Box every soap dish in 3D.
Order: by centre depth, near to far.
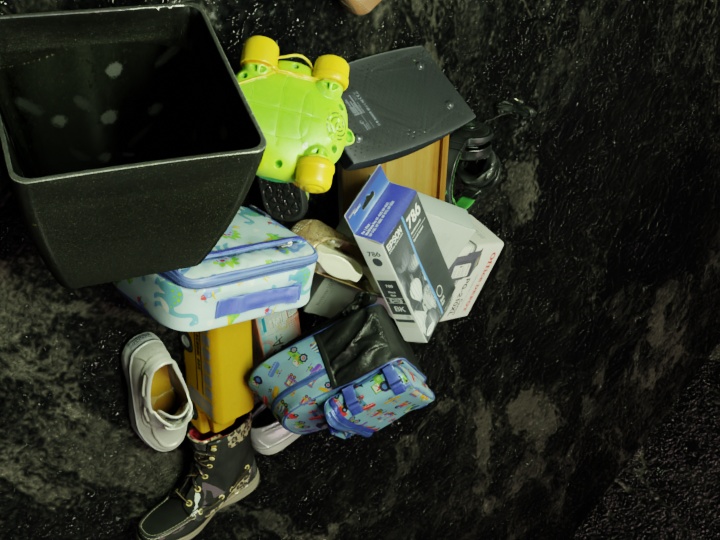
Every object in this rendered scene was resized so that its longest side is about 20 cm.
[{"bbox_3d":[0.047,-0.131,1.202,0.157,0.081,0.201,-31,139,-31],"label":"soap dish"}]

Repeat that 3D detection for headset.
[{"bbox_3d":[0.178,-0.168,1.316,0.201,0.093,0.124,-61,150,-23],"label":"headset"}]

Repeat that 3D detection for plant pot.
[{"bbox_3d":[-0.214,-0.098,0.804,0.198,0.201,0.178,-12,143,-23],"label":"plant pot"}]

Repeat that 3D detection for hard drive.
[{"bbox_3d":[0.030,-0.195,1.095,0.199,0.135,0.042,-25,163,-33],"label":"hard drive"}]

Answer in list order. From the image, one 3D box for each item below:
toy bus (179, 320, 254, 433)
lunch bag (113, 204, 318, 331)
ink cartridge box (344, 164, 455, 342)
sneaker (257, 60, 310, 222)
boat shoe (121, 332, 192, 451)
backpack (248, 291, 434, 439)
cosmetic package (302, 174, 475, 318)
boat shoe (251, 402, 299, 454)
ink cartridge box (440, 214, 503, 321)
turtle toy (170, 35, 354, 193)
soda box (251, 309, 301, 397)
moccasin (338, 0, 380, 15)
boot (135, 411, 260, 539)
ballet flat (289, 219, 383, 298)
[{"bbox_3d":[-0.177,0.119,1.136,0.065,0.078,0.201,-24,129,-37],"label":"toy bus"},{"bbox_3d":[-0.155,-0.005,0.994,0.199,0.160,0.083,-12,124,-43],"label":"lunch bag"},{"bbox_3d":[0.052,-0.018,1.074,0.100,0.039,0.201,-58,134,-36],"label":"ink cartridge box"},{"bbox_3d":[-0.089,-0.153,1.057,0.083,0.071,0.201,-67,162,-56],"label":"sneaker"},{"bbox_3d":[-0.239,0.165,1.111,0.071,0.070,0.201,-29,140,-31],"label":"boat shoe"},{"bbox_3d":[-0.029,0.140,1.129,0.199,0.135,0.183,-27,158,4],"label":"backpack"},{"bbox_3d":[0.032,-0.013,1.176,0.150,0.052,0.200,16,124,-28],"label":"cosmetic package"},{"bbox_3d":[-0.084,0.183,1.324,0.199,0.072,0.069,-32,140,-16],"label":"boat shoe"},{"bbox_3d":[0.107,0.002,1.369,0.199,0.084,0.145,-8,131,-47],"label":"ink cartridge box"},{"bbox_3d":[-0.103,-0.155,0.933,0.101,0.199,0.147,142,-42,-72],"label":"turtle toy"},{"bbox_3d":[-0.119,0.097,1.202,0.063,0.068,0.201,-32,139,-26],"label":"soda box"},{"bbox_3d":[0.042,-0.379,1.011,0.201,0.074,0.078,-41,152,-4],"label":"moccasin"},{"bbox_3d":[-0.219,0.273,1.223,0.199,0.073,0.151,-25,135,-35],"label":"boot"},{"bbox_3d":[0.000,0.000,1.102,0.199,0.065,0.071,19,116,-28],"label":"ballet flat"}]
